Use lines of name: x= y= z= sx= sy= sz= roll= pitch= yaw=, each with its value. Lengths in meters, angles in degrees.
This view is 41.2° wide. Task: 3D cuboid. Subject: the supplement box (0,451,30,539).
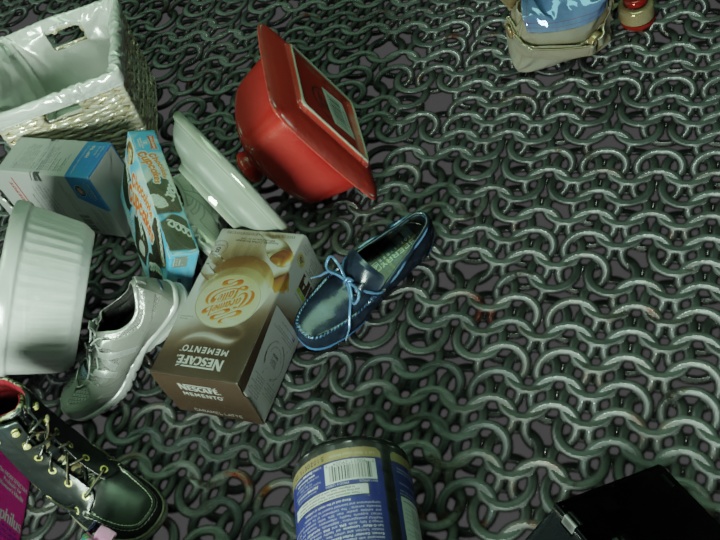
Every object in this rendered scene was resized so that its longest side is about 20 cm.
supplement box: x=-0.417 y=0.263 z=0.981 sx=0.102 sy=0.102 sz=0.201 roll=-14 pitch=48 yaw=8

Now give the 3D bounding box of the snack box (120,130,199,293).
snack box: x=-0.245 y=-0.058 z=1.153 sx=0.037 sy=0.117 sz=0.201 roll=-8 pitch=53 yaw=-26

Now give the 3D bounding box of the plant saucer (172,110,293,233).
plant saucer: x=-0.161 y=-0.099 z=1.128 sx=0.050 sy=0.200 sz=0.200 roll=-43 pitch=49 yaw=-3

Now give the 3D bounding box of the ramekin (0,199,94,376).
ramekin: x=-0.365 y=0.026 z=1.106 sx=0.093 sy=0.203 sz=0.204 roll=9 pitch=46 yaw=-17

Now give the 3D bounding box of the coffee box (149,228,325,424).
coffee box: x=-0.130 y=0.057 z=1.059 sx=0.113 sy=0.080 sz=0.201 roll=4 pitch=53 yaw=24

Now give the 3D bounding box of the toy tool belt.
toy tool belt: x=0.274 y=-0.338 z=1.210 sx=0.198 sy=0.123 sz=0.126 roll=-17 pitch=47 yaw=6

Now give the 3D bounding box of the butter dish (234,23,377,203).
butter dish: x=-0.092 y=-0.165 z=1.187 sx=0.147 sy=0.199 sz=0.201 roll=-36 pitch=42 yaw=21

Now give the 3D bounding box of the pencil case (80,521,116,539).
pencil case: x=-0.277 y=0.336 z=0.878 sx=0.087 sy=0.088 sz=0.201 roll=18 pitch=61 yaw=32

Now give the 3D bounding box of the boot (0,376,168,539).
boot: x=-0.298 y=0.191 z=0.959 sx=0.202 sy=0.154 sz=0.074 roll=19 pitch=60 yaw=33

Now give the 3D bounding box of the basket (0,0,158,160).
basket: x=-0.400 y=-0.248 z=1.365 sx=0.196 sy=0.162 sz=0.201 roll=-19 pitch=46 yaw=5

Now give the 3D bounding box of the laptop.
laptop: x=0.221 y=0.287 z=0.780 sx=0.198 sy=0.117 sz=0.187 roll=-12 pitch=41 yaw=-29

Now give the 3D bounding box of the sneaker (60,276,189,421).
sneaker: x=-0.282 y=0.080 z=1.070 sx=0.201 sy=0.082 sz=0.075 roll=-51 pitch=47 yaw=9

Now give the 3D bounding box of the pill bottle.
pill bottle: x=0.001 y=0.254 z=0.822 sx=0.111 sy=0.112 sz=0.201 roll=-15 pitch=47 yaw=8

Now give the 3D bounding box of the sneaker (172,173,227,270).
sneaker: x=-0.197 y=-0.068 z=1.201 sx=0.080 sy=0.076 sz=0.200 roll=-26 pitch=47 yaw=-14

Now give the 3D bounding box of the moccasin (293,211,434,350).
moccasin: x=0.000 y=0.000 z=1.053 sx=0.080 sy=0.068 sz=0.200 roll=38 pitch=71 yaw=16

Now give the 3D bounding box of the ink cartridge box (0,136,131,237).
ink cartridge box: x=-0.399 y=-0.114 z=1.281 sx=0.198 sy=0.117 sz=0.068 roll=7 pitch=54 yaw=25
